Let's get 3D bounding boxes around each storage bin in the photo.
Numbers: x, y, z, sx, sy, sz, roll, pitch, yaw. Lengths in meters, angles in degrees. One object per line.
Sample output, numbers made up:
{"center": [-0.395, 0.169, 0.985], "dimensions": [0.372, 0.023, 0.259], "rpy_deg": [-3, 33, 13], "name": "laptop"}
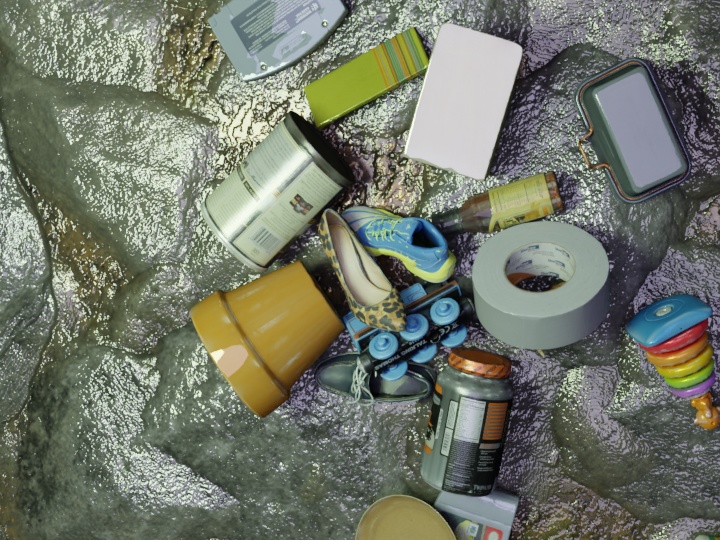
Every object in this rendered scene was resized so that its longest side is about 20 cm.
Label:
{"center": [0.385, -0.197, 1.557], "dimensions": [0.144, 0.134, 0.203], "rpy_deg": [-24, 91, 12], "name": "storage bin"}

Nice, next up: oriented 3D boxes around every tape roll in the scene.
{"center": [0.260, 0.018, 1.570], "dimensions": [0.196, 0.202, 0.067], "rpy_deg": [-3, 132, 11], "name": "tape roll"}

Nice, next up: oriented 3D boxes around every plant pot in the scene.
{"center": [0.079, 0.450, 1.708], "dimensions": [0.197, 0.027, 0.204], "rpy_deg": [3, 96, 33], "name": "plant pot"}
{"center": [-0.130, 0.088, 1.659], "dimensions": [0.182, 0.200, 0.202], "rpy_deg": [-34, 89, 0], "name": "plant pot"}

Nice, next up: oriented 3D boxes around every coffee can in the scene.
{"center": [-0.125, -0.119, 1.651], "dimensions": [0.200, 0.146, 0.147], "rpy_deg": [-43, 88, 12], "name": "coffee can"}

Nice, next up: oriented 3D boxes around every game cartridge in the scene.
{"center": [0.163, 0.431, 1.714], "dimensions": [0.131, 0.041, 0.204], "rpy_deg": [16, 100, 12], "name": "game cartridge"}
{"center": [-0.124, -0.385, 1.679], "dimensions": [0.198, 0.042, 0.134], "rpy_deg": [-31, 94, 12], "name": "game cartridge"}

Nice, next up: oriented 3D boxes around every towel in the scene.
{"center": [0.010, -0.293, 1.659], "dimensions": [0.197, 0.018, 0.087], "rpy_deg": [-27, 58, 13], "name": "towel"}

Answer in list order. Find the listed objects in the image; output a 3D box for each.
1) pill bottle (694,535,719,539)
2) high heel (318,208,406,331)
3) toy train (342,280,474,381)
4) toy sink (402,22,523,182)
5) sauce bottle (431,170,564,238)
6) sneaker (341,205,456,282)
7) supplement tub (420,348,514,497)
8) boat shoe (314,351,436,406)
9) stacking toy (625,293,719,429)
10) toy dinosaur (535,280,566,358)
{"center": [0.592, 0.459, 1.602], "dimensions": [0.196, 0.113, 0.115], "rpy_deg": [6, 97, 9], "name": "pill bottle"}
{"center": [0.000, 0.000, 1.601], "dimensions": [0.071, 0.200, 0.144], "rpy_deg": [-31, 131, -13], "name": "high heel"}
{"center": [0.073, 0.081, 1.650], "dimensions": [0.198, 0.087, 0.115], "rpy_deg": [-29, 48, -4], "name": "toy train"}
{"center": [0.155, -0.250, 1.605], "dimensions": [0.128, 0.112, 0.204], "rpy_deg": [17, 104, 8], "name": "toy sink"}
{"center": [0.205, -0.092, 1.638], "dimensions": [0.197, 0.066, 0.067], "rpy_deg": [-17, 93, 14], "name": "sauce bottle"}
{"center": [0.056, -0.061, 1.632], "dimensions": [0.197, 0.106, 0.076], "rpy_deg": [25, 66, 15], "name": "sneaker"}
{"center": [0.164, 0.228, 1.649], "dimensions": [0.120, 0.122, 0.204], "rpy_deg": [12, 98, 9], "name": "supplement tub"}
{"center": [0.019, 0.173, 1.700], "dimensions": [0.196, 0.062, 0.076], "rpy_deg": [8, 99, 10], "name": "boat shoe"}
{"center": [0.483, 0.145, 1.603], "dimensions": [0.115, 0.110, 0.202], "rpy_deg": [-27, 103, 0], "name": "stacking toy"}
{"center": [0.274, 0.060, 1.609], "dimensions": [0.060, 0.106, 0.200], "rpy_deg": [41, 59, 1], "name": "toy dinosaur"}
